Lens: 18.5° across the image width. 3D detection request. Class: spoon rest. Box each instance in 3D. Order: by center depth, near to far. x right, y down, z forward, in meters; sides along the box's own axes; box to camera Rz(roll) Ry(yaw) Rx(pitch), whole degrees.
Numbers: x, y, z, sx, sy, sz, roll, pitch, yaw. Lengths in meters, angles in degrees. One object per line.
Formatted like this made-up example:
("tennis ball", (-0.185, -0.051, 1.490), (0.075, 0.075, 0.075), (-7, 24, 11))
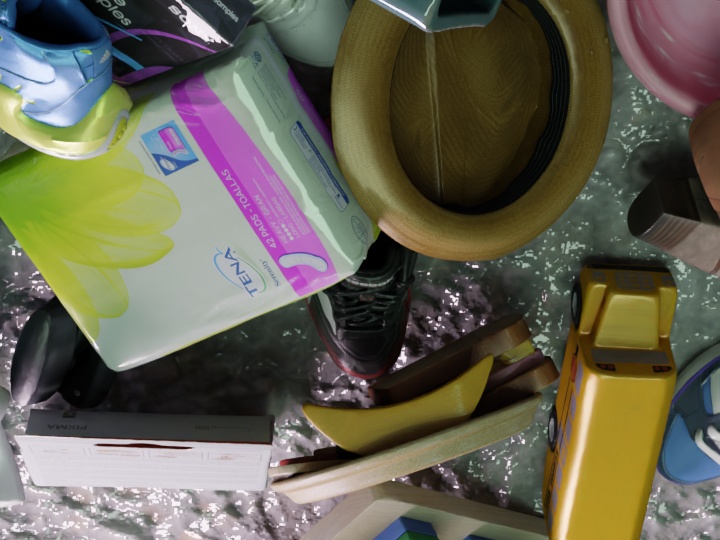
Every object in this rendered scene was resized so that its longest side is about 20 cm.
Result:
("spoon rest", (-0.266, 0.103, 1.444), (0.099, 0.061, 0.200), (-10, 158, 2))

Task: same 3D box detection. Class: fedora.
("fedora", (0.056, -0.108, 1.319), (0.200, 0.082, 0.201), (-4, 101, -23))

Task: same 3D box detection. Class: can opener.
("can opener", (-0.161, 0.004, 1.414), (0.063, 0.079, 0.200), (29, 113, 8))

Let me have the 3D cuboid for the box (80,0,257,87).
("box", (-0.171, -0.162, 1.255), (0.143, 0.036, 0.200), (42, 147, -26))

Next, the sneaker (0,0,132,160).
("sneaker", (-0.215, -0.141, 1.229), (0.200, 0.076, 0.105), (22, 141, 8))

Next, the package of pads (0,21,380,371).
("package of pads", (-0.103, -0.037, 1.312), (0.200, 0.068, 0.155), (-22, 113, 26))

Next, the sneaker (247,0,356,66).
("sneaker", (-0.075, -0.175, 1.274), (0.200, 0.099, 0.078), (38, 113, -25))

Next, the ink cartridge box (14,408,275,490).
("ink cartridge box", (-0.136, 0.106, 1.428), (0.162, 0.057, 0.200), (2, 162, -4))

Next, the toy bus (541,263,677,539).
("toy bus", (0.168, 0.094, 1.485), (0.065, 0.078, 0.200), (3, 124, -5))

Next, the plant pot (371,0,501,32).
("plant pot", (0.001, -0.255, 1.154), (0.200, 0.196, 0.197), (25, 102, 9))

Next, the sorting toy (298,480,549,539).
("sorting toy", (0.018, 0.244, 1.539), (0.199, 0.070, 0.200), (-43, 142, 24))

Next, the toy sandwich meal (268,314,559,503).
("toy sandwich meal", (0.031, 0.089, 1.421), (0.205, 0.205, 0.070), (-19, 88, 10))

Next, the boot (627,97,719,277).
("boot", (0.265, -0.053, 1.360), (0.146, 0.070, 0.200), (6, 157, -27))

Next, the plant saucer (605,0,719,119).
("plant saucer", (0.243, -0.181, 1.317), (0.200, 0.051, 0.201), (-2, 124, -3))

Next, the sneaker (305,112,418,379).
("sneaker", (0.000, 0.000, 1.401), (0.071, 0.098, 0.201), (-3, 127, -3))

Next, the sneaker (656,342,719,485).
("sneaker", (0.275, 0.107, 1.458), (0.081, 0.147, 0.200), (35, 116, -23))
